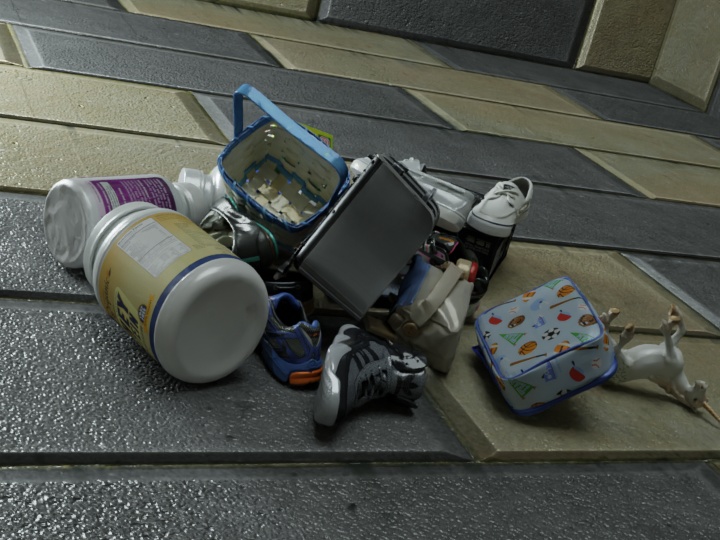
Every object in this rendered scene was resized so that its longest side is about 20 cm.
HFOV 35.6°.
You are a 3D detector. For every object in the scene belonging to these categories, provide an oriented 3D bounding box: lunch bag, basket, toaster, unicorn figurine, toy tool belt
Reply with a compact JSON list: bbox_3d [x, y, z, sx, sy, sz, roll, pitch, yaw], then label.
[{"bbox_3d":[0.224,0.093,1.399,0.158,0.076,0.201,-27,22,5],"label":"lunch bag"},{"bbox_3d":[-0.101,-0.135,1.454,0.176,0.201,0.139,40,67,8],"label":"basket"},{"bbox_3d":[0.008,-0.041,1.397,0.118,0.201,0.181,40,8,2],"label":"toaster"},{"bbox_3d":[0.387,0.118,1.477,0.196,0.140,0.074,5,28,14],"label":"unicorn figurine"},{"bbox_3d":[0.079,0.034,1.437,0.121,0.127,0.201,16,34,5],"label":"toy tool belt"}]

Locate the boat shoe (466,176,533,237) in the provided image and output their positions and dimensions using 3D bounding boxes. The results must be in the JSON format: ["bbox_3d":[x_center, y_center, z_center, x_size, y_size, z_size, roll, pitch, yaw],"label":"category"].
[{"bbox_3d":[0.222,-0.103,1.718,0.071,0.067,0.199,25,23,22],"label":"boat shoe"}]

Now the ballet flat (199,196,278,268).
[{"bbox_3d":[-0.166,-0.048,1.413,0.067,0.069,0.200,-21,21,-17],"label":"ballet flat"}]

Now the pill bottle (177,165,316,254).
[{"bbox_3d":[-0.162,-0.090,1.598,0.196,0.114,0.112,9,22,-18],"label":"pill bottle"}]

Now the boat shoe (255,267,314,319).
[{"bbox_3d":[-0.150,0.009,1.434,0.196,0.063,0.075,16,23,5],"label":"boat shoe"}]

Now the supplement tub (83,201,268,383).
[{"bbox_3d":[-0.210,0.019,1.251,0.143,0.147,0.199,-6,29,-43],"label":"supplement tub"}]

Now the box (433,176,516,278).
[{"bbox_3d":[0.154,-0.064,1.786,0.161,0.088,0.200,21,22,11],"label":"box"}]

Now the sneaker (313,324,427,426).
[{"bbox_3d":[0.015,0.122,1.245,0.112,0.077,0.200,14,19,4],"label":"sneaker"}]

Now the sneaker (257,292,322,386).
[{"bbox_3d":[-0.102,0.056,1.326,0.074,0.080,0.199,-4,29,-42],"label":"sneaker"}]

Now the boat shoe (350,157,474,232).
[{"bbox_3d":[0.078,-0.129,1.664,0.198,0.069,0.072,27,-11,27],"label":"boat shoe"}]

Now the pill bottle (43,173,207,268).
[{"bbox_3d":[-0.298,-0.067,1.447,0.112,0.114,0.198,31,27,36],"label":"pill bottle"}]

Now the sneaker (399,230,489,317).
[{"bbox_3d":[0.102,-0.028,1.563,0.198,0.087,0.081,35,52,-1],"label":"sneaker"}]

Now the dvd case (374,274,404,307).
[{"bbox_3d":[0.000,0.000,1.618,0.140,0.018,0.200,8,23,-20],"label":"dvd case"}]

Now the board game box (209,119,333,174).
[{"bbox_3d":[-0.135,-0.152,1.657,0.100,0.199,0.048,16,61,-31],"label":"board game box"}]
